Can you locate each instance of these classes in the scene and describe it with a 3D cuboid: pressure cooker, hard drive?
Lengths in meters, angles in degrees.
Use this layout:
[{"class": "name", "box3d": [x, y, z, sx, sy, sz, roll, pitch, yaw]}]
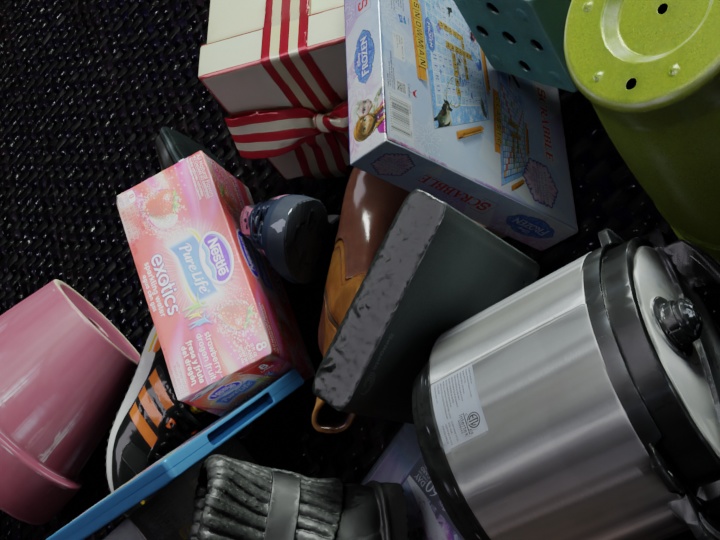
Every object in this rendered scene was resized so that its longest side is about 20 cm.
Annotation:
[{"class": "pressure cooker", "box3d": [0.152, 0.081, 0.718, 0.199, 0.178, 0.177, -31, 92, 27]}, {"class": "hard drive", "box3d": [0.050, 0.034, 0.801, 0.033, 0.200, 0.141, 29, 93, 27]}]

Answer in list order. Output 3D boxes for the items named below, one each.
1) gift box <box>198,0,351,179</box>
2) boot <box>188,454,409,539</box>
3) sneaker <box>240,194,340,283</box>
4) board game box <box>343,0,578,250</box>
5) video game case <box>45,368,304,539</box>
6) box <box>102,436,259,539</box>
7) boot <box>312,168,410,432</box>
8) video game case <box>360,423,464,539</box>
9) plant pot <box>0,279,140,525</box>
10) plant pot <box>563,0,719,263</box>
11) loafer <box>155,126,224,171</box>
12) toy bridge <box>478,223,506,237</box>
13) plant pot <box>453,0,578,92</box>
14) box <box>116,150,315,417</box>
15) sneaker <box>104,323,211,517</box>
[{"class": "gift box", "box3d": [-0.014, -0.185, 1.020, 0.183, 0.200, 0.189, -13, 57, 25]}, {"class": "boot", "box3d": [-0.044, 0.235, 0.827, 0.080, 0.156, 0.213, 125, 148, -47]}, {"class": "sneaker", "box3d": [-0.068, -0.030, 0.980, 0.081, 0.200, 0.071, 15, 88, 8]}, {"class": "board game box", "box3d": [0.074, -0.137, 0.889, 0.041, 0.198, 0.202, -29, 52, 41]}, {"class": "video game case", "box3d": [-0.140, 0.147, 0.938, 0.143, 0.200, 0.018, -36, 88, 29]}, {"class": "box", "box3d": [-0.177, 0.228, 0.978, 0.158, 0.200, 0.048, -43, 86, 19]}, {"class": "boot", "box3d": [0.000, 0.000, 0.889, 0.200, 0.068, 0.190, -73, 4, -77]}, {"class": "video game case", "box3d": [0.035, 0.212, 0.897, 0.201, 0.019, 0.143, -54, 43, 10]}, {"class": "plant pot", "box3d": [-0.318, 0.116, 1.177, 0.179, 0.200, 0.200, -46, 43, -3]}, {"class": "plant pot", "box3d": [0.228, -0.121, 0.734, 0.199, 0.192, 0.203, -21, 57, 36]}, {"class": "loafer", "box3d": [-0.170, -0.072, 1.196, 0.073, 0.072, 0.201, -52, 42, 19]}, {"class": "toy bridge", "box3d": [0.087, -0.034, 0.954, 0.067, 0.027, 0.203, -13, 64, 41]}, {"class": "plant pot", "box3d": [0.165, -0.237, 0.847, 0.200, 0.142, 0.141, -49, 41, -12]}, {"class": "box", "box3d": [-0.127, 0.014, 1.041, 0.094, 0.103, 0.202, -26, 67, 12]}, {"class": "sneaker", "box3d": [-0.172, 0.132, 1.099, 0.089, 0.070, 0.203, -3, 67, 47]}]
